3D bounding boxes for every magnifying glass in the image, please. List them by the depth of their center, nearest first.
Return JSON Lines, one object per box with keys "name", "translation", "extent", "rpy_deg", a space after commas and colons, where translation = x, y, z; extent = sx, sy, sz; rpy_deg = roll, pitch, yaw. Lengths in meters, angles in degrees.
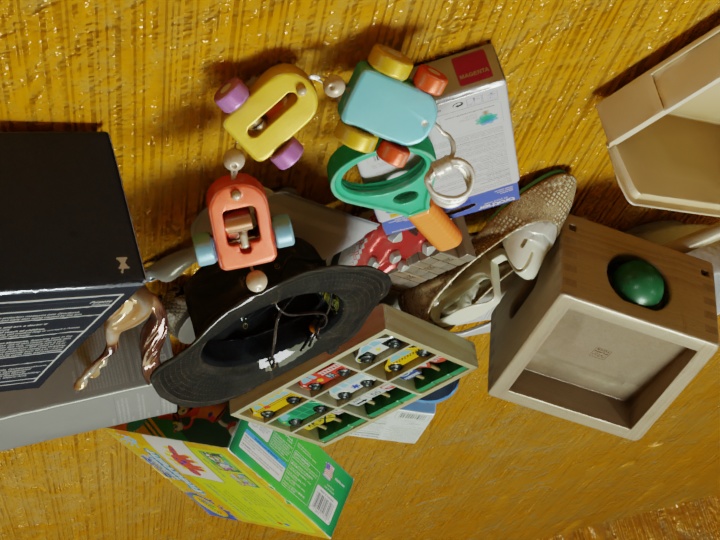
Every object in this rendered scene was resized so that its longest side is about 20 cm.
{"name": "magnifying glass", "translation": [0.036, -0.056, 1.219], "extent": [0.079, 0.023, 0.200], "rpy_deg": [-20, 157, 14]}

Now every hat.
{"name": "hat", "translation": [-0.080, 0.023, 1.254], "extent": [0.200, 0.081, 0.201], "rpy_deg": [-24, 161, -9]}

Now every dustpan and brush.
{"name": "dustpan and brush", "translation": [-0.102, -0.022, 1.311], "extent": [0.200, 0.057, 0.139], "rpy_deg": [-34, 152, 27]}

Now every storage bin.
{"name": "storage bin", "translation": [0.321, -0.129, 1.266], "extent": [0.198, 0.094, 0.200], "rpy_deg": [3, 154, -44]}

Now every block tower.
{"name": "block tower", "translation": [0.000, 0.000, 1.433], "extent": [0.199, 0.054, 0.058], "rpy_deg": [-25, 160, 24]}

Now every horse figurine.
{"name": "horse figurine", "translation": [-0.226, 0.037, 1.329], "extent": [0.199, 0.050, 0.133], "rpy_deg": [17, 115, -47]}

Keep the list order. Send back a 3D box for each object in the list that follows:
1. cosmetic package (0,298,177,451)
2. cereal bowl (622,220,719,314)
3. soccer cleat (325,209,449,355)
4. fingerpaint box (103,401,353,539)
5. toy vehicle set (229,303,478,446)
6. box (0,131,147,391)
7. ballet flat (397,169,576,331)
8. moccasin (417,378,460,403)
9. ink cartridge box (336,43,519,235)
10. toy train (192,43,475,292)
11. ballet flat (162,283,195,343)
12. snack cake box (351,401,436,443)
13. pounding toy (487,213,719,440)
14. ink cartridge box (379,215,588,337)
{"name": "cosmetic package", "translation": [-0.267, 0.098, 1.451], "extent": [0.199, 0.091, 0.107], "rpy_deg": [-9, 160, -11]}
{"name": "cereal bowl", "translation": [0.296, 0.006, 1.641], "extent": [0.199, 0.084, 0.200], "rpy_deg": [-13, 161, -5]}
{"name": "soccer cleat", "translation": [-0.004, -0.018, 1.368], "extent": [0.200, 0.085, 0.068], "rpy_deg": [-49, 146, 16]}
{"name": "fingerpaint box", "translation": [-0.129, 0.182, 1.617], "extent": [0.166, 0.074, 0.200], "rpy_deg": [4, 150, 37]}
{"name": "toy vehicle set", "translation": [-0.008, 0.098, 1.461], "extent": [0.200, 0.027, 0.124], "rpy_deg": [-31, 142, 35]}
{"name": "box", "translation": [-0.281, 0.000, 1.097], "extent": [0.199, 0.124, 0.198], "rpy_deg": [-4, 159, -36]}
{"name": "ballet flat", "translation": [0.121, -0.006, 1.430], "extent": [0.200, 0.065, 0.070], "rpy_deg": [-41, 143, 22]}
{"name": "moccasin", "translation": [0.003, 0.073, 1.531], "extent": [0.199, 0.081, 0.068], "rpy_deg": [5, 137, -20]}
{"name": "ink cartridge box", "translation": [0.056, -0.093, 1.222], "extent": [0.119, 0.042, 0.200], "rpy_deg": [-17, 155, 3]}
{"name": "toy train", "translation": [-0.029, -0.078, 1.109], "extent": [0.199, 0.056, 0.151], "rpy_deg": [-16, 117, -3]}
{"name": "ballet flat", "translation": [-0.126, 0.043, 1.481], "extent": [0.068, 0.046, 0.200], "rpy_deg": [-54, 157, 10]}
{"name": "snack cake box", "translation": [-0.028, 0.117, 1.625], "extent": [0.199, 0.068, 0.115], "rpy_deg": [8, 159, -6]}
{"name": "pounding toy", "translation": [0.241, 0.030, 1.481], "extent": [0.183, 0.143, 0.200], "rpy_deg": [18, 136, -12]}
{"name": "ink cartridge box", "translation": [0.110, 0.016, 1.580], "extent": [0.199, 0.045, 0.176], "rpy_deg": [-10, 160, -15]}
